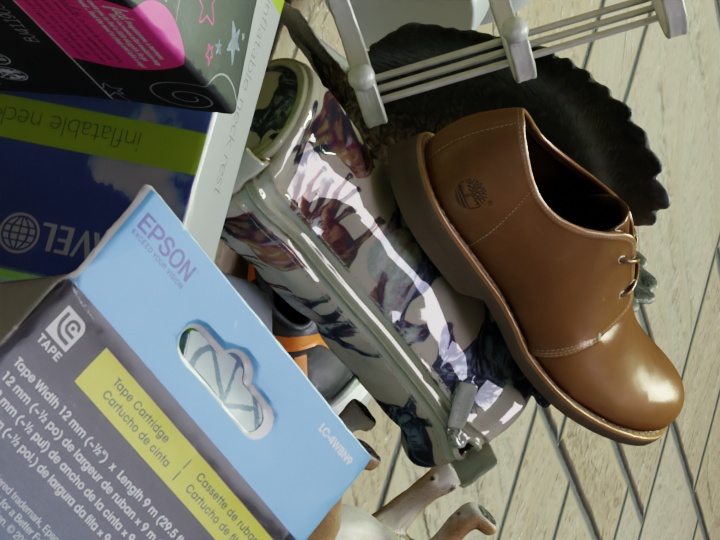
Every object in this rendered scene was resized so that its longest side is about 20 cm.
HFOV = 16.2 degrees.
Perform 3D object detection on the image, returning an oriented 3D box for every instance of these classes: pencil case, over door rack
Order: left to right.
[{"bbox_3d":[0.000,0.000,1.062,0.200,0.078,0.089,48,9,-33],"label":"pencil case"},{"bbox_3d":[0.044,-0.165,1.101,0.067,0.148,0.200,73,1,-52],"label":"over door rack"}]

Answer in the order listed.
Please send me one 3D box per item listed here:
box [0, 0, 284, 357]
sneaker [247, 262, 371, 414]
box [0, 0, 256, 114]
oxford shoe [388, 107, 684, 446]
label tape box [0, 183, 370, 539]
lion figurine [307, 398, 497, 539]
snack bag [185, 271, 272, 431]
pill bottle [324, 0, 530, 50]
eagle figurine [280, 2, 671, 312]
[{"bbox_3d":[-0.098,-0.066,0.888,0.048,0.122,0.200,50,53,-69],"label":"box"},{"bbox_3d":[0.004,-0.016,1.289,0.200,0.077,0.112,-60,155,-45],"label":"sneaker"},{"bbox_3d":[-0.116,-0.139,0.780,0.200,0.132,0.115,48,51,-68],"label":"box"},{"bbox_3d":[0.094,0.006,1.069,0.200,0.071,0.071,47,28,-38],"label":"oxford shoe"},{"bbox_3d":[-0.111,0.084,0.836,0.200,0.066,0.143,-49,125,-16],"label":"label tape box"},{"bbox_3d":[-0.013,0.129,1.145,0.122,0.072,0.200,-43,136,9],"label":"lion figurine"},{"bbox_3d":[-0.096,0.074,0.971,0.200,0.021,0.189,24,58,-51],"label":"snack bag"},{"bbox_3d":[0.056,-0.190,1.241,0.112,0.112,0.200,84,29,-41],"label":"pill bottle"},{"bbox_3d":[0.039,-0.044,1.161,0.152,0.200,0.151,-82,167,-65],"label":"eagle figurine"}]
